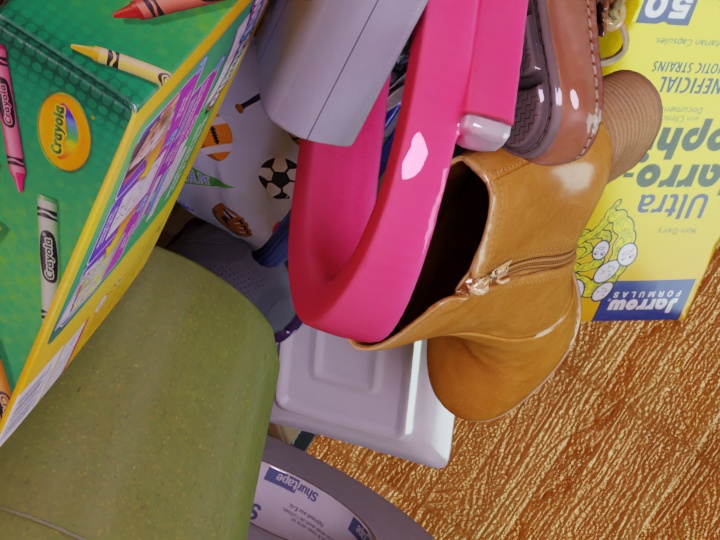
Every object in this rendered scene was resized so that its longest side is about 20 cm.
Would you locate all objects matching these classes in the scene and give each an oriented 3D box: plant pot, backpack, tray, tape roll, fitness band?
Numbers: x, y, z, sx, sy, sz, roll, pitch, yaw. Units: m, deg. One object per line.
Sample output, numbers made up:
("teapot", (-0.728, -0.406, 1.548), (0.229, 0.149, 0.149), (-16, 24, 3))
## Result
("plant pot", (-0.119, 0.093, 0.994), (0.200, 0.200, 0.190), (118, -7, -59))
("backpack", (-0.008, -0.092, 1.059), (0.191, 0.154, 0.200), (-47, -179, 5))
("tray", (0.000, 0.000, 1.182), (0.022, 0.107, 0.200), (-43, 143, -58))
("tape roll", (-0.053, 0.140, 1.195), (0.066, 0.200, 0.200), (-65, 176, 11))
("fitness band", (0.016, -0.073, 0.864), (0.144, 0.037, 0.200), (135, -34, -62))

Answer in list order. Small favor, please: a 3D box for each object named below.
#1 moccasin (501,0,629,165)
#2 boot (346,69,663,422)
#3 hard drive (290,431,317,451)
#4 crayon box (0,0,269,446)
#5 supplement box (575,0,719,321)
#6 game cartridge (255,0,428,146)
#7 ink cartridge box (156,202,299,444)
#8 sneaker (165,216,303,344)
("moccasin", (0.072, -0.118, 0.911), (0.202, 0.078, 0.074), (-95, -154, -46))
("boot", (0.037, 0.008, 0.986), (0.144, 0.071, 0.201), (-28, 153, -46))
("hard drive", (-0.045, 0.004, 1.473), (0.200, 0.139, 0.033), (-56, 153, -22))
("crayon box", (-0.100, -0.039, 0.860), (0.119, 0.058, 0.200), (-55, 176, -44))
("supplement box", (0.120, -0.085, 1.161), (0.110, 0.109, 0.200), (56, -44, 45))
("game cartridge", (-0.001, -0.147, 0.858), (0.133, 0.041, 0.200), (124, -25, -43))
("ink cartridge box", (-0.034, -0.029, 1.372), (0.200, 0.075, 0.165), (-55, 151, -23))
("sneaker", (-0.095, 0.031, 1.187), (0.088, 0.074, 0.200), (-44, -169, -33))
